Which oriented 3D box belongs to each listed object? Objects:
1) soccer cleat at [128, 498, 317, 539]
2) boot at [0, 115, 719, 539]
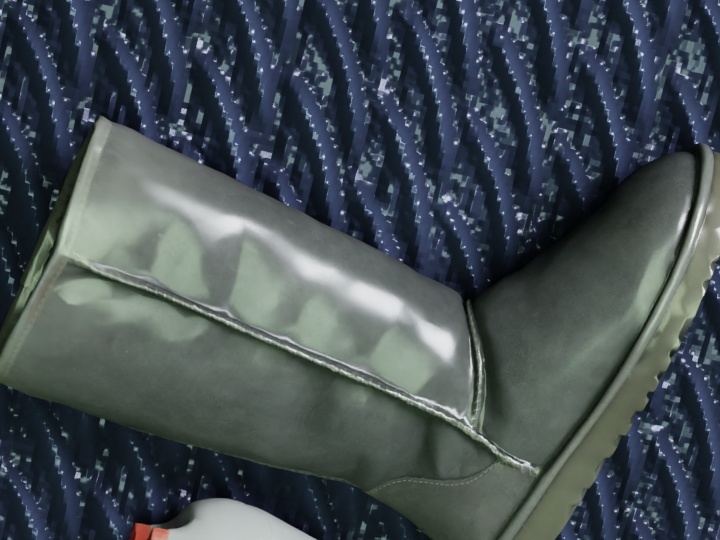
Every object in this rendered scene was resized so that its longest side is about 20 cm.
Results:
[{"bbox_3d":[-0.061,0.177,0.803,0.077,0.069,0.200,17,88,-15],"label":"soccer cleat"},{"bbox_3d":[0.000,0.000,0.780,0.200,0.073,0.182,29,99,-4],"label":"boot"}]
